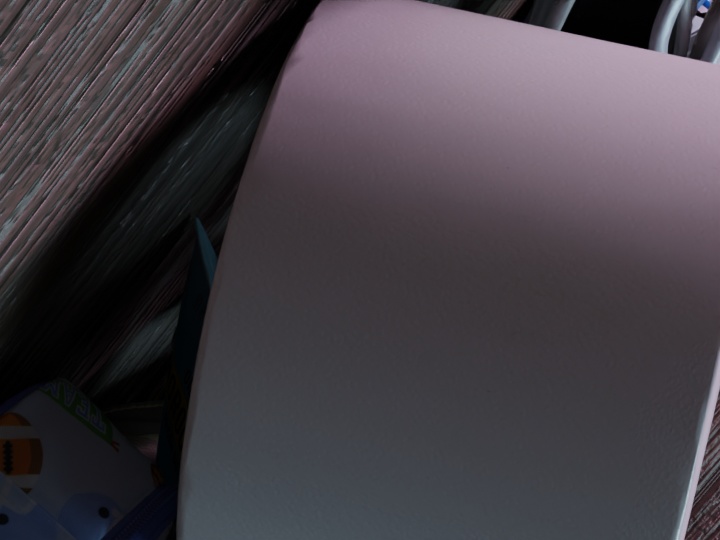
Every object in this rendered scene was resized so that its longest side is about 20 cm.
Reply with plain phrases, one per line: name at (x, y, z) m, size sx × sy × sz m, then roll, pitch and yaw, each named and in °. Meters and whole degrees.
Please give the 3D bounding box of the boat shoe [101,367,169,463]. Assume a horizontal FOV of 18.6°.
boat shoe at (-0.063, 0.076, 0.894) m, size 0.074 × 0.073 × 0.200 m, roll -45°, pitch 153°, yaw 13°

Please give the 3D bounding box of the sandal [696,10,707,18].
sandal at (0.180, -0.157, 0.912) m, size 0.201 × 0.048 × 0.075 m, roll -52°, pitch 174°, yaw 11°

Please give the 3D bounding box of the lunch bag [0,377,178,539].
lunch bag at (-0.134, 0.127, 0.691) m, size 0.200 × 0.076 × 0.160 m, roll -46°, pitch 174°, yaw -18°

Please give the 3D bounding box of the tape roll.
tape roll at (0.040, 0.025, 0.672) m, size 0.203 × 0.139 × 0.203 m, roll 12°, pitch 90°, yaw -81°

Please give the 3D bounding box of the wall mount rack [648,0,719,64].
wall mount rack at (0.182, -0.069, 0.881) m, size 0.200 × 0.074 × 0.174 m, roll -13°, pitch 131°, yaw -51°

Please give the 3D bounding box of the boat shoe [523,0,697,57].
boat shoe at (0.091, -0.075, 0.881) m, size 0.065 × 0.073 × 0.201 m, roll -86°, pitch -179°, yaw -55°

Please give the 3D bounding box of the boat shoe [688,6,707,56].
boat shoe at (0.183, -0.145, 1.277) m, size 0.068 × 0.074 × 0.199 m, roll -58°, pitch 170°, yaw 26°

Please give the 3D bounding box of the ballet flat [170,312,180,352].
ballet flat at (0.000, 0.000, 0.857) m, size 0.200 × 0.071 × 0.071 m, roll -47°, pitch 173°, yaw -45°

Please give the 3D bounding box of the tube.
tube at (-0.052, 0.078, 0.774) m, size 0.050 × 0.078 × 0.200 m, roll -11°, pitch 139°, yaw -17°

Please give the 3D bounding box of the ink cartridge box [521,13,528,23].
ink cartridge box at (0.139, -0.157, 1.052) m, size 0.200 × 0.044 × 0.094 m, roll -51°, pitch 175°, yaw 10°

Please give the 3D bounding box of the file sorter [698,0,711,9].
file sorter at (0.175, -0.069, 1.067) m, size 0.200 × 0.123 × 0.139 m, roll -51°, pitch 177°, yaw 7°
